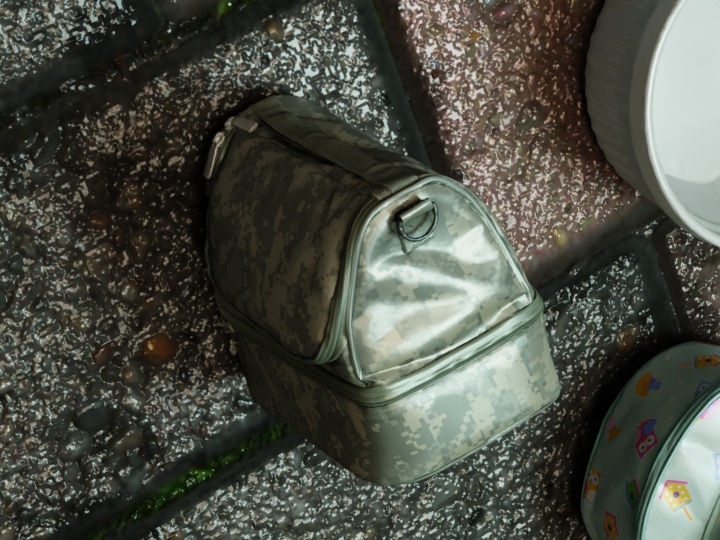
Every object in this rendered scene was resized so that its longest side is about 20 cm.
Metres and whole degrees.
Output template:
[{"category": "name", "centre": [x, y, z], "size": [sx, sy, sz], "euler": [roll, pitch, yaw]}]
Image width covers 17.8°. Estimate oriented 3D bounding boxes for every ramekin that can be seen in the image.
[{"category": "ramekin", "centre": [0.231, -0.119, 1.403], "size": [0.199, 0.105, 0.202], "euler": [-8, 108, -25]}]

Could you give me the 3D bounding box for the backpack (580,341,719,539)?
[{"category": "backpack", "centre": [0.250, 0.143, 1.466], "size": [0.199, 0.153, 0.177], "euler": [21, 100, -23]}]

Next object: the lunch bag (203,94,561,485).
[{"category": "lunch bag", "centre": [0.000, 0.000, 1.275], "size": [0.139, 0.200, 0.169], "euler": [-25, 118, -20]}]
